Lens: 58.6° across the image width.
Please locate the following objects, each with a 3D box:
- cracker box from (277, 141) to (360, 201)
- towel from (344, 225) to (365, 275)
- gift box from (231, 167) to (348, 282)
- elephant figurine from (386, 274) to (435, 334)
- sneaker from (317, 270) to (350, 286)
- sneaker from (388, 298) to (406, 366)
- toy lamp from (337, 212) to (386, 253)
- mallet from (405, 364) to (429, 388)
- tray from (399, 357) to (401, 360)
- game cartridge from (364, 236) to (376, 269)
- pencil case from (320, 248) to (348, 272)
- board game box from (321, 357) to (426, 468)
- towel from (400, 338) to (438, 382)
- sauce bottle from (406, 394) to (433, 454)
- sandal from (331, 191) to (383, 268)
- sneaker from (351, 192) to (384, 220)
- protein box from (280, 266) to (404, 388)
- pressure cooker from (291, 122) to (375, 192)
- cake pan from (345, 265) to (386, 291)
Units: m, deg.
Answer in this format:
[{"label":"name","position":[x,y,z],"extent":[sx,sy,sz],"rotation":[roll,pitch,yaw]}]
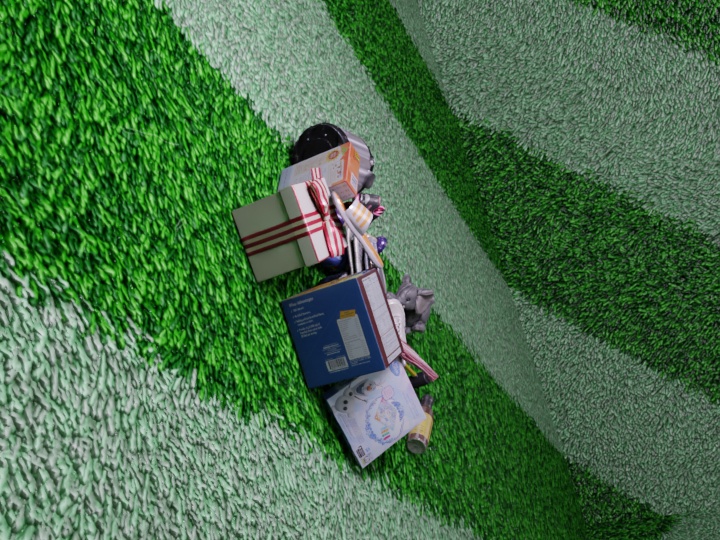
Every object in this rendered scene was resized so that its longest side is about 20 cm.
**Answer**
[{"label":"cracker box","position":[-0.099,-0.204,1.494],"extent":[0.058,0.196,0.136],"rotation":[51,33,-41]},{"label":"towel","position":[0.000,0.000,1.621],"extent":[0.193,0.034,0.205],"rotation":[50,32,-75]},{"label":"gift box","position":[-0.134,-0.102,1.371],"extent":[0.188,0.184,0.200],"rotation":[68,26,-11]},{"label":"elephant figurine","position":[0.145,0.083,1.854],"extent":[0.202,0.138,0.157],"rotation":[83,11,-49]},{"label":"sneaker","position":[-0.047,0.045,1.590],"extent":[0.200,0.074,0.079],"rotation":[-14,91,-71]},{"label":"sneaker","position":[0.097,0.174,1.754],"extent":[0.081,0.073,0.204],"rotation":[-120,-160,-66]},{"label":"toy lamp","position":[-0.017,-0.110,1.738],"extent":[0.198,0.058,0.059],"rotation":[31,45,-32]},{"label":"mallet","position":[0.122,0.281,1.875],"extent":[0.199,0.065,0.042],"rotation":[41,36,-27]},{"label":"tray","position":[0.043,0.171,1.614],"extent":[0.098,0.037,0.200],"rotation":[44,1,-12]},{"label":"game cartridge","position":[0.037,0.030,1.686],"extent":[0.134,0.039,0.204],"rotation":[67,17,-68]},{"label":"pencil case","position":[-0.096,-0.067,1.560],"extent":[0.199,0.077,0.088],"rotation":[35,73,-55]},{"label":"board game box","position":[0.035,0.317,1.495],"extent":[0.043,0.197,0.203],"rotation":[19,-42,64]},{"label":"towel","position":[0.098,0.188,1.579],"extent":[0.144,0.023,0.200],"rotation":[41,1,-32]},{"label":"sauce bottle","position":[0.178,0.439,1.853],"extent":[0.066,0.064,0.201],"rotation":[64,26,-19]},{"label":"sandal","position":[0.007,-0.100,1.412],"extent":[0.208,0.059,0.079],"rotation":[54,7,-24]},{"label":"sneaker","position":[0.021,-0.155,1.791],"extent":[0.201,0.093,0.081],"rotation":[90,-1,-68]},{"label":"protein box","position":[-0.038,0.125,1.419],"extent":[0.135,0.195,0.204],"rotation":[-24,96,-67]},{"label":"pressure cooker","position":[-0.059,-0.275,1.654],"extent":[0.199,0.176,0.180],"rotation":[2,70,-64]},{"label":"cake pan","position":[0.014,0.018,1.795],"extent":[0.200,0.036,0.204],"rotation":[45,36,-47]}]
